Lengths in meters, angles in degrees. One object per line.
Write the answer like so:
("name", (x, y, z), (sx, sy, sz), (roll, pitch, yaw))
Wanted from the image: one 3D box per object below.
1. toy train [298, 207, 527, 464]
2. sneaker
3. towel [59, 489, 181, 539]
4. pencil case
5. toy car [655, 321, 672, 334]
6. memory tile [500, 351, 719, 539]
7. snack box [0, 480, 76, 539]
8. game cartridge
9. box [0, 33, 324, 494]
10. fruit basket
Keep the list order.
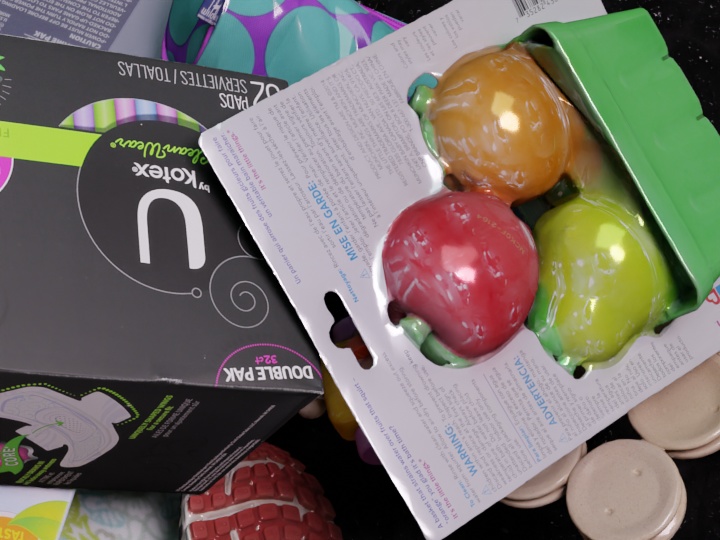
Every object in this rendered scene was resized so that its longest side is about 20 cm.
("toy train", (0.000, 0.000, 0.915), (0.200, 0.056, 0.150), (-41, 54, -7))
("sneaker", (-0.056, 0.165, 0.887), (0.078, 0.082, 0.200), (14, 56, -30))
("towel", (-0.132, 0.063, 0.947), (0.171, 0.048, 0.200), (34, 55, -4))
("pencil case", (0.000, -0.106, 1.058), (0.200, 0.093, 0.085), (21, 16, -18))
("toy car", (0.149, 0.001, 1.004), (0.200, 0.164, 0.158), (7, 54, 12))
("memory tile", (0.112, 0.021, 0.902), (0.153, 0.017, 0.200), (21, 69, 31))
("snack box", (-0.181, 0.042, 0.872), (0.142, 0.053, 0.200), (25, 56, -14))
("game cartridge", (-0.198, -0.139, 1.112), (0.200, 0.041, 0.133), (22, 52, 7))
("box", (-0.136, -0.001, 0.810), (0.200, 0.124, 0.149), (6, 62, -28))
("fruit basket", (0.056, -0.016, 0.829), (0.200, 0.094, 0.185), (-31, 91, -21))
